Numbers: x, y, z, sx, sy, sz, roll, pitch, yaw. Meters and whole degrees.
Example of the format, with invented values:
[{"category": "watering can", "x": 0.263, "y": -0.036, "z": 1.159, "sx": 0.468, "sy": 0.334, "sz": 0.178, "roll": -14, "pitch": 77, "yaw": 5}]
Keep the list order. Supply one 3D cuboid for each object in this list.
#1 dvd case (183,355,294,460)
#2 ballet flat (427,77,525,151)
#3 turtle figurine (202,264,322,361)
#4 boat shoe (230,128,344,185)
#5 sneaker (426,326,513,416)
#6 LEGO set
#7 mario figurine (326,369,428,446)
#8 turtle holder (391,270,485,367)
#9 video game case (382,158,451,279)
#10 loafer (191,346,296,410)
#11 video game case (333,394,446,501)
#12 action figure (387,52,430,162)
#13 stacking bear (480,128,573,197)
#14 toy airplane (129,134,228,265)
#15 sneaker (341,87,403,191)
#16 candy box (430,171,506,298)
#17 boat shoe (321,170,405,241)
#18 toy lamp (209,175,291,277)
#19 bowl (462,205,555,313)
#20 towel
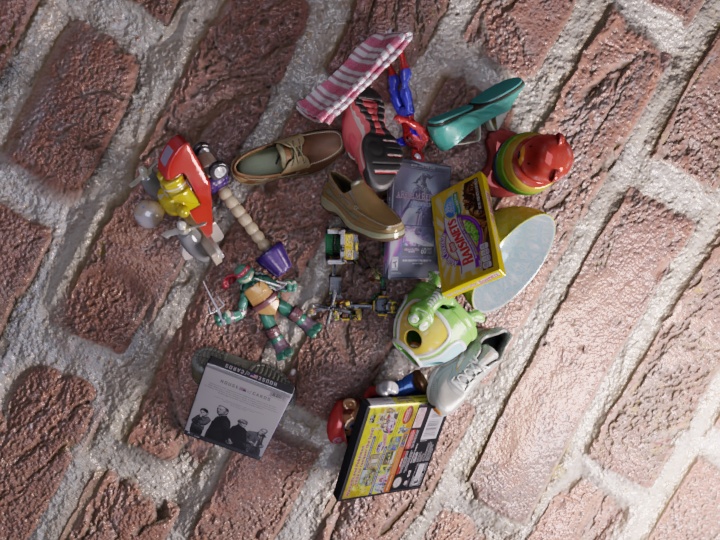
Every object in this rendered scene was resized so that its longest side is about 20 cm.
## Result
[{"category": "dvd case", "x": -0.213, "y": 0.242, "z": 1.004, "sx": 0.150, "sy": 0.025, "sz": 0.200, "roll": 22, "pitch": 125, "yaw": -7}, {"category": "ballet flat", "x": 0.205, "y": -0.266, "z": 1.015, "sx": 0.200, "sy": 0.067, "sz": 0.071, "roll": -30, "pitch": 120, "yaw": -14}, {"category": "turtle figurine", "x": -0.164, "y": 0.054, "z": 1.001, "sx": 0.149, "sy": 0.101, "sz": 0.200, "roll": -32, "pitch": 115, "yaw": 15}, {"category": "boat shoe", "x": -0.123, "y": -0.190, "z": 0.990, "sx": 0.199, "sy": 0.074, "sz": 0.076, "roll": -19, "pitch": 98, "yaw": -3}, {"category": "sneaker", "x": 0.191, "y": 0.165, "z": 1.013, "sx": 0.076, "sy": 0.092, "sz": 0.200, "roll": 43, "pitch": 62, "yaw": -2}, {"category": "LEGO set", "x": 0.000, "y": 0.000, "z": 0.999, "sx": 0.153, "sy": 0.116, "sz": 0.201, "roll": 8, "pitch": 95, "yaw": -6}, {"category": "mario figurine", "x": 0.036, "y": 0.261, "z": 1.036, "sx": 0.199, "sy": 0.106, "sz": 0.124, "roll": -24, "pitch": 88, "yaw": -6}, {"category": "turtle holder", "x": 0.125, "y": 0.095, "z": 0.983, "sx": 0.132, "sy": 0.185, "sz": 0.141, "roll": -45, "pitch": 96, "yaw": -9}, {"category": "video game case", "x": 0.100, "y": -0.086, "z": 1.008, "sx": 0.142, "sy": 0.019, "sz": 0.201, "roll": -1, "pitch": 96, "yaw": -41}, {"category": "loafer", "x": -0.209, "y": 0.200, "z": 1.035, "sx": 0.199, "sy": 0.075, "sz": 0.070, "roll": 28, "pitch": 129, "yaw": -11}, {"category": "video game case", "x": 0.057, "y": 0.309, "z": 1.027, "sx": 0.180, "sy": 0.025, "sz": 0.201, "roll": 4, "pitch": 112, "yaw": -31}, {"category": "action figure", "x": 0.057, "y": -0.272, "z": 0.992, "sx": 0.099, "sy": 0.065, "sz": 0.201, "roll": -26, "pitch": 100, "yaw": -35}, {"category": "stacking bear", "x": 0.280, "y": -0.179, "z": 0.964, "sx": 0.113, "sy": 0.200, "sz": 0.122, "roll": 12, "pitch": 95, "yaw": -6}, {"category": "toy airplane", "x": -0.285, "y": -0.093, "z": 0.923, "sx": 0.141, "sy": 0.200, "sz": 0.200, "roll": -20, "pitch": 94, "yaw": -30}, {"category": "sneaker", "x": 0.012, "y": -0.205, "z": 0.964, "sx": 0.073, "sy": 0.087, "sz": 0.201, "roll": 3, "pitch": 61, "yaw": -27}, {"category": "candy box", "x": 0.167, "y": -0.059, "z": 0.933, "sx": 0.102, "sy": 0.201, "sz": 0.026, "roll": -28, "pitch": 137, "yaw": 32}, {"category": "boat shoe", "x": -0.001, "y": -0.112, "z": 0.948, "sx": 0.071, "sy": 0.200, "sz": 0.076, "roll": -17, "pitch": 124, "yaw": -36}, {"category": "toy lamp", "x": -0.192, "y": -0.076, "z": 1.006, "sx": 0.058, "sy": 0.058, "sz": 0.200, "roll": -38, "pitch": 96, "yaw": 0}, {"category": "bowl", "x": 0.229, "y": -0.037, "z": 1.011, "sx": 0.200, "sy": 0.200, "sz": 0.108, "roll": -47, "pitch": 55, "yaw": 1}, {"category": "towel", "x": -0.014, "y": -0.320, "z": 0.949, "sx": 0.200, "sy": 0.146, "sz": 0.030, "roll": -45, "pitch": 119, "yaw": 0}]
